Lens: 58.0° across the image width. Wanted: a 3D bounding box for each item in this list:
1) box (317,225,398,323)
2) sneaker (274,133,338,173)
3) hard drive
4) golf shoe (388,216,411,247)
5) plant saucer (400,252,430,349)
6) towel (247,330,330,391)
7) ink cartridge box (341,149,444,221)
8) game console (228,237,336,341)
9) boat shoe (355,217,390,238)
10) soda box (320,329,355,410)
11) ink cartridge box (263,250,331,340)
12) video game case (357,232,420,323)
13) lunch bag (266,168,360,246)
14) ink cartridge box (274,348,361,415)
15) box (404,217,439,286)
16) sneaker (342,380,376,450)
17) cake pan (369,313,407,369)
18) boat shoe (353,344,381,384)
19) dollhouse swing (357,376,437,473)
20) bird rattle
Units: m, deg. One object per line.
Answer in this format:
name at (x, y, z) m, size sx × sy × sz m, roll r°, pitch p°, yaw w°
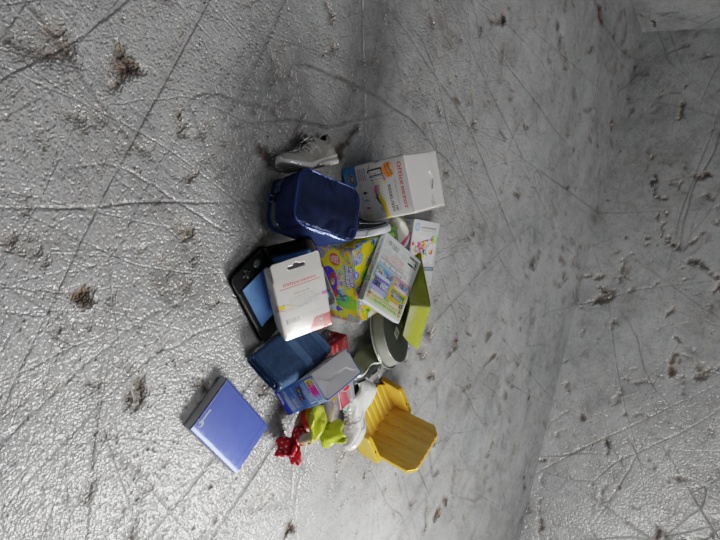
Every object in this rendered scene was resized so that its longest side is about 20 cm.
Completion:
box at (0.000, 0.000, 1.674) m, size 0.193 × 0.122 × 0.200 m, roll -30°, pitch 123°, yaw -47°
sneaker at (-0.130, -0.271, 1.483) m, size 0.200 × 0.075 × 0.082 m, roll -23°, pitch 103°, yaw -56°
hard drive at (-0.294, 0.346, 1.447) m, size 0.132 × 0.025 × 0.200 m, roll -56°, pitch 139°, yaw -28°
golf shoe at (0.083, -0.059, 1.771) m, size 0.092 × 0.073 × 0.200 m, roll -39°, pitch 151°, yaw -41°
plant saucer at (0.142, 0.085, 1.817) m, size 0.200 × 0.048 × 0.200 m, roll 99°, pitch -11°, yaw -47°
towel at (-0.163, 0.198, 1.523) m, size 0.200 × 0.112 × 0.049 m, roll -31°, pitch 165°, yaw -49°
ink cartridge box at (0.084, -0.211, 1.642) m, size 0.145 × 0.200 × 0.147 m, roll -20°, pitch 101°, yaw -50°
game console at (-0.171, 0.046, 1.458) m, size 0.176 × 0.116 × 0.200 m, roll -50°, pitch 135°, yaw -34°
boat shoe at (-0.027, -0.112, 1.574) m, size 0.072 × 0.200 × 0.068 m, roll -88°, pitch 173°, yaw -83°
soda box at (-0.068, 0.259, 1.695) m, size 0.063 × 0.070 × 0.200 m, roll -33°, pitch 124°, yaw -44°
ink cartridge box at (-0.138, 0.042, 1.420) m, size 0.116 × 0.068 × 0.200 m, roll -19°, pitch 126°, yaw -18°
video game case at (0.077, 0.022, 1.664) m, size 0.200 × 0.022 × 0.182 m, roll 36°, pitch 71°, yaw -53°
lunch bag at (-0.116, -0.135, 1.451) m, size 0.200 × 0.132 × 0.136 m, roll 20°, pitch 70°, yaw -35°
ink cartridge box at (-0.113, 0.272, 1.567) m, size 0.136 × 0.200 × 0.076 m, roll -32°, pitch 93°, yaw -44°
box at (0.174, -0.053, 1.969) m, size 0.156 × 0.041 × 0.200 m, roll 3°, pitch 95°, yaw -54°
sneaker at (-0.026, 0.393, 1.803) m, size 0.088 × 0.075 × 0.200 m, roll 33°, pitch 65°, yaw -40°
cake pan at (0.085, 0.179, 1.850) m, size 0.200 × 0.037 × 0.200 m, roll 39°, pitch 45°, yaw -55°
boat shoe at (0.011, 0.268, 1.810) m, size 0.066 × 0.074 × 0.199 m, roll -63°, pitch 169°, yaw 25°
dollhouse swing at (0.105, 0.456, 1.896) m, size 0.200 × 0.176 × 0.182 m, roll -49°, pitch 135°, yaw -33°
bird rattle at (-0.118, 0.385, 1.587) m, size 0.113 × 0.200 × 0.163 m, roll 34°, pitch 42°, yaw -19°
